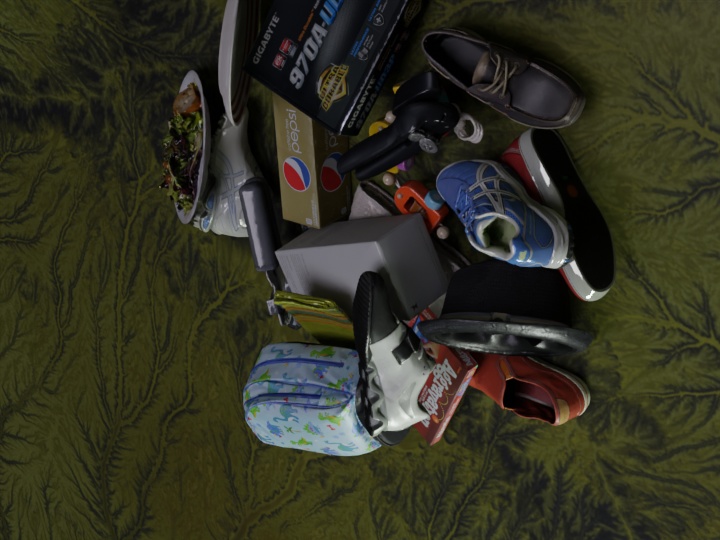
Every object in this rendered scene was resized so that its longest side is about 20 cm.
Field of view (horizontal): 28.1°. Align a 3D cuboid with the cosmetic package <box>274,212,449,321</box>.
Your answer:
[{"bbox_3d":[0.000,0.000,1.741,0.200,0.085,0.108,-3,114,49],"label":"cosmetic package"}]

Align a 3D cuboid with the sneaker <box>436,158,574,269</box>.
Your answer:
[{"bbox_3d":[0.140,-0.065,1.542,0.200,0.077,0.076,37,125,46],"label":"sneaker"}]

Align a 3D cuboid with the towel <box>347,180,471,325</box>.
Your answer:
[{"bbox_3d":[0.053,-0.005,1.783,0.200,0.034,0.133,40,133,19],"label":"towel"}]

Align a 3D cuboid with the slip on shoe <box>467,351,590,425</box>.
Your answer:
[{"bbox_3d":[0.177,0.133,1.726,0.199,0.061,0.074,21,127,36],"label":"slip on shoe"}]

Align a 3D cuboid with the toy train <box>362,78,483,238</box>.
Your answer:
[{"bbox_3d":[0.080,-0.138,1.673,0.150,0.056,0.200,41,137,14],"label":"toy train"}]

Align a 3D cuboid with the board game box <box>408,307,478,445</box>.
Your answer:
[{"bbox_3d":[0.084,0.133,1.802,0.103,0.019,0.200,48,150,19],"label":"board game box"}]

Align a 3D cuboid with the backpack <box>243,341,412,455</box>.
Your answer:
[{"bbox_3d":[-0.049,0.158,1.799,0.199,0.154,0.163,21,158,26],"label":"backpack"}]

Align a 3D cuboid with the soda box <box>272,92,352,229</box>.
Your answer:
[{"bbox_3d":[-0.059,-0.159,1.775,0.064,0.068,0.201,16,123,36],"label":"soda box"}]

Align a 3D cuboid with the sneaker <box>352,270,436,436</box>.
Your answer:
[{"bbox_3d":[0.040,0.089,1.658,0.074,0.088,0.201,-120,22,-65],"label":"sneaker"}]

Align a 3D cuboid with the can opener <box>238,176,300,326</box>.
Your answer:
[{"bbox_3d":[-0.103,-0.023,1.867,0.067,0.053,0.201,-7,108,13],"label":"can opener"}]

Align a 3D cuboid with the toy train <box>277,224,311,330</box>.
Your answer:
[{"bbox_3d":[-0.069,0.002,1.899,0.046,0.034,0.201,34,132,20],"label":"toy train"}]

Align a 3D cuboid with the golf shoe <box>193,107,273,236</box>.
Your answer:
[{"bbox_3d":[-0.155,-0.132,1.894,0.097,0.078,0.201,17,127,4],"label":"golf shoe"}]

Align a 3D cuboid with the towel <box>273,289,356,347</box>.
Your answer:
[{"bbox_3d":[-0.032,0.077,1.773,0.086,0.018,0.200,11,160,27],"label":"towel"}]

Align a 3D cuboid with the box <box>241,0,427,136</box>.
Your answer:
[{"bbox_3d":[-0.027,-0.277,1.643,0.159,0.046,0.200,37,110,23],"label":"box"}]

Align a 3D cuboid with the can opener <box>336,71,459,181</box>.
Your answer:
[{"bbox_3d":[0.043,-0.147,1.626,0.063,0.079,0.200,21,148,-22],"label":"can opener"}]

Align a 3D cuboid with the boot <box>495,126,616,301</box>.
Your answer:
[{"bbox_3d":[0.194,-0.041,1.593,0.144,0.072,0.201,-38,69,47],"label":"boot"}]

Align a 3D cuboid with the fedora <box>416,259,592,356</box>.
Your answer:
[{"bbox_3d":[0.166,0.041,1.640,0.200,0.200,0.092,-4,73,44],"label":"fedora"}]

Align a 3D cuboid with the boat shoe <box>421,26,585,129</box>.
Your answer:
[{"bbox_3d":[0.145,-0.205,1.542,0.200,0.073,0.075,27,106,30],"label":"boat shoe"}]

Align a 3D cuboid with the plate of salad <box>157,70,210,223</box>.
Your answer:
[{"bbox_3d":[-0.235,-0.162,1.886,0.200,0.048,0.201,-179,90,-70],"label":"plate of salad"}]

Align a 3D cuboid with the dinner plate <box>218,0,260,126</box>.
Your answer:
[{"bbox_3d":[-0.145,-0.272,1.709,0.024,0.200,0.201,9,124,2],"label":"dinner plate"}]
